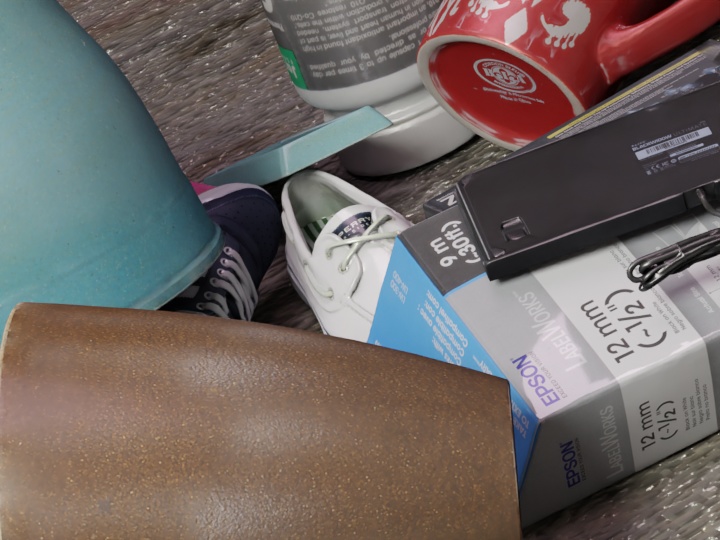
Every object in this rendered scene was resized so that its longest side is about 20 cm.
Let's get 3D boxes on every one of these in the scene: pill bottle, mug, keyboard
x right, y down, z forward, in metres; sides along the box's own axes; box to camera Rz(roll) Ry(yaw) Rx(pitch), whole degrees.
[{"bbox_3d":[-0.001,-0.164,1.585,0.113,0.200,0.113,-19,22,8],"label":"pill bottle"},{"bbox_3d":[0.133,-0.178,1.530,0.177,0.133,0.200,-14,40,58],"label":"mug"},{"bbox_3d":[0.148,-0.037,1.208,0.200,0.021,0.127,-20,35,1],"label":"keyboard"}]

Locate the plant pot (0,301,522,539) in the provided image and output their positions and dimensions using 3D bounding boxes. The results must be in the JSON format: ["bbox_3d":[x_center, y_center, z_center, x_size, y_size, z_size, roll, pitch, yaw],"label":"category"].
[{"bbox_3d":[-0.034,0.098,1.116,0.200,0.187,0.187,-5,25,2],"label":"plant pot"}]

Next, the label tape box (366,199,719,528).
[{"bbox_3d":[0.082,0.029,1.226,0.200,0.066,0.143,-24,45,-13],"label":"label tape box"}]

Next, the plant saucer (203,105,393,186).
[{"bbox_3d":[-0.042,-0.066,1.555,0.070,0.019,0.200,-27,5,-16],"label":"plant saucer"}]

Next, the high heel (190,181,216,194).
[{"bbox_3d":[-0.152,-0.044,1.605,0.096,0.067,0.200,-38,33,-14],"label":"high heel"}]

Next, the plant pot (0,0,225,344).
[{"bbox_3d":[-0.196,-0.056,1.336,0.200,0.188,0.200,-24,14,6],"label":"plant pot"}]

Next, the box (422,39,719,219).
[{"bbox_3d":[0.155,-0.045,1.401,0.200,0.049,0.161,-30,28,-20],"label":"box"}]

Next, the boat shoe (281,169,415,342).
[{"bbox_3d":[0.000,0.000,1.403,0.074,0.067,0.200,-28,25,-16],"label":"boat shoe"}]

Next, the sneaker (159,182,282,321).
[{"bbox_3d":[-0.078,0.025,1.404,0.108,0.070,0.200,-2,36,45],"label":"sneaker"}]
